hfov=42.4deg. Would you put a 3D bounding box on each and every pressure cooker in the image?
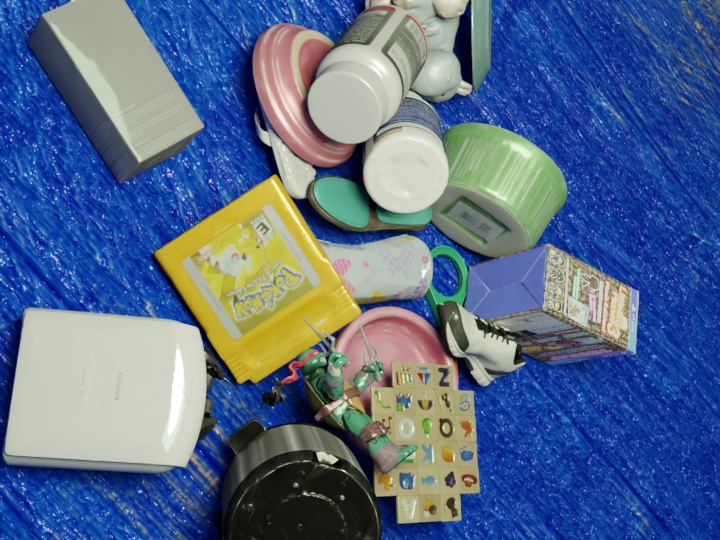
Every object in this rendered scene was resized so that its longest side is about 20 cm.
[{"bbox_3d":[-0.071,0.268,1.052,0.177,0.200,0.177,6,94,-10],"label":"pressure cooker"}]

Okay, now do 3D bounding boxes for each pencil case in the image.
[{"bbox_3d":[0.000,0.000,1.228,0.199,0.083,0.091,-3,66,-33],"label":"pencil case"}]

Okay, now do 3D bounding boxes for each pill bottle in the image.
[{"bbox_3d":[0.009,-0.251,1.184,0.114,0.114,0.200,46,39,-15],"label":"pill bottle"},{"bbox_3d":[0.058,-0.169,1.248,0.111,0.111,0.200,37,25,-20],"label":"pill bottle"}]

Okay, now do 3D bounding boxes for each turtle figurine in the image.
[{"bbox_3d":[-0.012,0.145,1.099,0.200,0.101,0.150,53,16,9],"label":"turtle figurine"}]

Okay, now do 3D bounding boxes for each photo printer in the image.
[{"bbox_3d":[-0.265,0.129,0.990,0.198,0.069,0.168,6,74,-8],"label":"photo printer"}]

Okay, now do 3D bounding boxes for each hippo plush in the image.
[{"bbox_3d":[0.084,-0.327,1.355,0.158,0.200,0.162,1,98,9],"label":"hippo plush"}]

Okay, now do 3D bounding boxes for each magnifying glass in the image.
[{"bbox_3d":[0.123,0.063,1.332,0.079,0.022,0.202,7,72,-32],"label":"magnifying glass"}]

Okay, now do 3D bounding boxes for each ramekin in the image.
[{"bbox_3d":[0.180,-0.105,1.309,0.200,0.200,0.098,39,68,-19],"label":"ramekin"}]

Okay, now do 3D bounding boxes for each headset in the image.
[{"bbox_3d":[-0.190,0.138,1.061,0.199,0.094,0.125,9,73,-19],"label":"headset"}]

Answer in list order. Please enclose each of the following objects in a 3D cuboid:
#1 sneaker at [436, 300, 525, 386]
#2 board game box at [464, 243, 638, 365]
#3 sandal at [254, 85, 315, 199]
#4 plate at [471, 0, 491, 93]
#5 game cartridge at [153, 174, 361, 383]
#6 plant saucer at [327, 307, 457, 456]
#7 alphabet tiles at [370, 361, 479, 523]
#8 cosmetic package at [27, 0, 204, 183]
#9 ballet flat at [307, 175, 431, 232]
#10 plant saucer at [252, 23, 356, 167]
[{"bbox_3d":[0.165,0.089,1.267,0.200,0.080,0.074,45,29,-52],"label":"sneaker"},{"bbox_3d":[0.274,0.055,1.337,0.199,0.159,0.098,24,65,-33],"label":"board game box"},{"bbox_3d":[-0.111,-0.189,1.219,0.082,0.050,0.204,3,72,-57],"label":"sandal"},{"bbox_3d":[0.183,-0.369,1.393,0.025,0.200,0.202,2,73,9],"label":"plate"},{"bbox_3d":[-0.122,0.015,1.121,0.176,0.032,0.201,-33,96,-1],"label":"game cartridge"},{"bbox_3d":[0.037,0.151,1.224,0.199,0.051,0.202,8,74,-31],"label":"plant saucer"},{"bbox_3d":[0.084,0.220,1.195,0.165,0.006,0.202,6,75,-32],"label":"alphabet tiles"},{"bbox_3d":[-0.288,-0.220,1.095,0.107,0.090,0.201,-35,95,-34],"label":"cosmetic package"},{"bbox_3d":[0.004,-0.079,1.258,0.199,0.068,0.069,11,74,-32],"label":"ballet flat"},{"bbox_3d":[-0.058,-0.238,1.230,0.200,0.051,0.202,30,50,-44],"label":"plant saucer"}]
